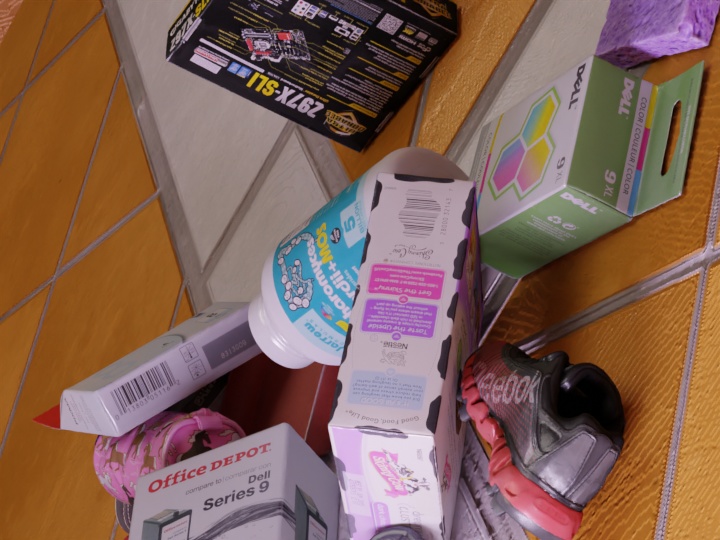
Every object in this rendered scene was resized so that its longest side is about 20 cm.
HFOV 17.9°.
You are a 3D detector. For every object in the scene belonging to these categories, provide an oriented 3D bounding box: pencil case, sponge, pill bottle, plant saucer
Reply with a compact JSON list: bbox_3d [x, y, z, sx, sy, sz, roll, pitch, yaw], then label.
[{"bbox_3d":[-0.156,0.156,1.891,0.083,0.087,0.200,-38,13,-20],"label":"pencil case"},{"bbox_3d":[0.226,-0.239,1.578,0.111,0.030,0.201,-13,56,65],"label":"sponge"},{"bbox_3d":[0.000,0.000,1.720,0.200,0.110,0.111,-38,33,40],"label":"pill bottle"},{"bbox_3d":[-0.057,0.091,1.885,0.199,0.037,0.201,-31,39,56],"label":"plant saucer"}]

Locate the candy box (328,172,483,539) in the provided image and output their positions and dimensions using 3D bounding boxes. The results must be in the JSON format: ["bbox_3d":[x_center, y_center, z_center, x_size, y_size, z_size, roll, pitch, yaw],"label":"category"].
[{"bbox_3d":[0.035,0.065,1.535,0.168,0.071,0.201,82,-165,-55],"label":"candy box"}]

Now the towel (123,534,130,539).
[{"bbox_3d":[-0.170,0.325,1.792,0.022,0.145,0.201,-6,50,17],"label":"towel"}]

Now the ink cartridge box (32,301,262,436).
[{"bbox_3d":[-0.188,0.080,1.952,0.160,0.047,0.200,-31,15,-25],"label":"ink cartridge box"}]

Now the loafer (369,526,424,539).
[{"bbox_3d":[0.028,0.268,1.478,0.072,0.063,0.201,-10,58,29],"label":"loafer"}]

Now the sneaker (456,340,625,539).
[{"bbox_3d":[0.117,0.087,1.429,0.098,0.071,0.201,-51,20,15],"label":"sneaker"}]

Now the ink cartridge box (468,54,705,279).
[{"bbox_3d":[0.145,-0.076,1.550,0.200,0.059,0.104,-30,40,57],"label":"ink cartridge box"}]

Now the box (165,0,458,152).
[{"bbox_3d":[-0.041,-0.202,1.936,0.160,0.199,0.050,-48,28,38],"label":"box"}]

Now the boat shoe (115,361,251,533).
[{"bbox_3d":[-0.156,0.150,2.014,0.201,0.067,0.057,-60,17,5],"label":"boat shoe"}]

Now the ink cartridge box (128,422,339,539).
[{"bbox_3d":[-0.099,0.229,1.694,0.145,0.084,0.201,-21,41,22],"label":"ink cartridge box"}]
